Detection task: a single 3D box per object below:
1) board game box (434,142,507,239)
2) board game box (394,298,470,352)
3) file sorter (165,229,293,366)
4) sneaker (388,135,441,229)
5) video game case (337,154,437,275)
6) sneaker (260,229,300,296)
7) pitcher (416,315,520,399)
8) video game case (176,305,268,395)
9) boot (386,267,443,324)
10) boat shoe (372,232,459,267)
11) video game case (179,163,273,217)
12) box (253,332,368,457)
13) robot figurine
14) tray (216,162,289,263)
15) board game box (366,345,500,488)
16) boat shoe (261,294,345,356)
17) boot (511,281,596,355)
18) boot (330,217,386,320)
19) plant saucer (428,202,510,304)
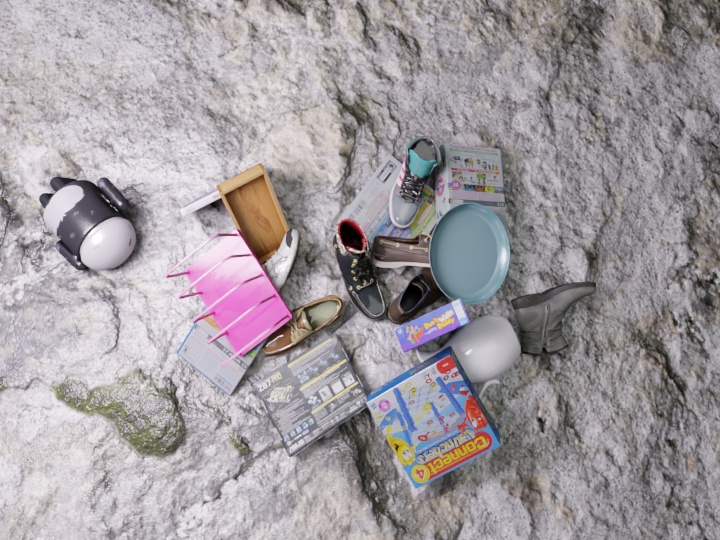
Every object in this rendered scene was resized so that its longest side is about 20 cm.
[{"bbox_3d":[0.240,-0.167,1.156,0.142,0.064,0.209,2,81,-18],"label":"board game box"},{"bbox_3d":[0.139,0.108,1.024,0.131,0.200,0.046,-25,81,4],"label":"board game box"},{"bbox_3d":[-0.244,0.050,0.972,0.137,0.125,0.203,-34,90,8],"label":"file sorter"},{"bbox_3d":[0.117,-0.198,1.110,0.081,0.121,0.207,16,78,-2],"label":"sneaker"},{"bbox_3d":[0.075,-0.126,1.165,0.180,0.022,0.202,38,78,2],"label":"video game case"},{"bbox_3d":[-0.186,0.004,1.069,0.085,0.076,0.206,23,92,-1],"label":"sneaker"},{"bbox_3d":[0.234,0.199,1.076,0.195,0.121,0.176,-25,86,0],"label":"pitcher"},{"bbox_3d":[-0.263,0.126,1.053,0.141,0.018,0.203,35,98,3],"label":"video game case"},{"bbox_3d":[0.140,0.036,1.103,0.199,0.097,0.075,-44,86,-11],"label":"boot"},{"bbox_3d":[0.120,-0.046,1.102,0.192,0.072,0.062,-2,110,-3],"label":"boat shoe"},{"bbox_3d":[-0.276,-0.168,1.078,0.196,0.143,0.018,-30,107,-10],"label":"video game case"},{"bbox_3d":[-0.097,0.250,1.065,0.196,0.049,0.165,-31,86,-10],"label":"box"},{"bbox_3d":[-0.541,-0.095,1.048,0.200,0.151,0.125,44,49,4],"label":"robot figurine"},{"bbox_3d":[-0.204,-0.103,1.055,0.096,0.204,0.037,-28,44,-12],"label":"tray"},{"bbox_3d":[0.141,0.288,1.025,0.197,0.056,0.200,-32,92,14],"label":"board game box"},{"bbox_3d":[-0.120,0.106,1.076,0.196,0.074,0.077,-31,83,-10],"label":"boat shoe"},{"bbox_3d":[0.429,0.105,1.143,0.193,0.068,0.136,-15,86,-1],"label":"boot"},{"bbox_3d":[-0.002,0.000,1.066,0.072,0.154,0.209,-25,82,-9],"label":"boot"},{"bbox_3d":[0.222,-0.034,1.084,0.193,0.027,0.209,-1,91,-22],"label":"plant saucer"}]
